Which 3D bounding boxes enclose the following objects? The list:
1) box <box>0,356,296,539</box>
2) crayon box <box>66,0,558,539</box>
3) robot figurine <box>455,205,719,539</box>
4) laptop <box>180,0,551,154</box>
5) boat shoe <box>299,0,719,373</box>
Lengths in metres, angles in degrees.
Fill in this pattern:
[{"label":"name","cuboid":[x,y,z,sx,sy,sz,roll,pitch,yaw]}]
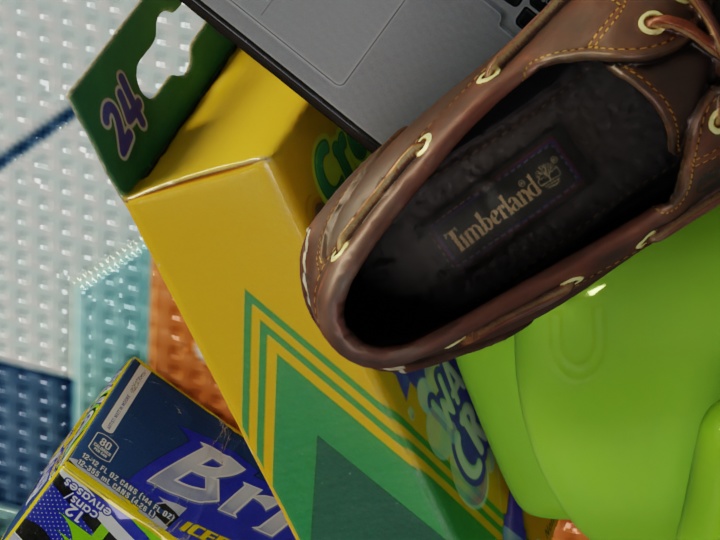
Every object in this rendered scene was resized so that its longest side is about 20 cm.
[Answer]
[{"label":"box","cuboid":[-0.021,0.122,0.955,0.200,0.070,0.064,37,124,-5]},{"label":"crayon box","cuboid":[0.000,0.000,0.834,0.051,0.126,0.201,-14,116,27]},{"label":"robot figurine","cuboid":[0.123,0.020,0.778,0.199,0.175,0.116,-9,109,39]},{"label":"laptop","cuboid":[0.044,-0.141,0.739,0.187,0.200,0.116,38,160,-6]},{"label":"boat shoe","cuboid":[0.071,-0.042,0.718,0.200,0.070,0.070,-41,94,6]}]
